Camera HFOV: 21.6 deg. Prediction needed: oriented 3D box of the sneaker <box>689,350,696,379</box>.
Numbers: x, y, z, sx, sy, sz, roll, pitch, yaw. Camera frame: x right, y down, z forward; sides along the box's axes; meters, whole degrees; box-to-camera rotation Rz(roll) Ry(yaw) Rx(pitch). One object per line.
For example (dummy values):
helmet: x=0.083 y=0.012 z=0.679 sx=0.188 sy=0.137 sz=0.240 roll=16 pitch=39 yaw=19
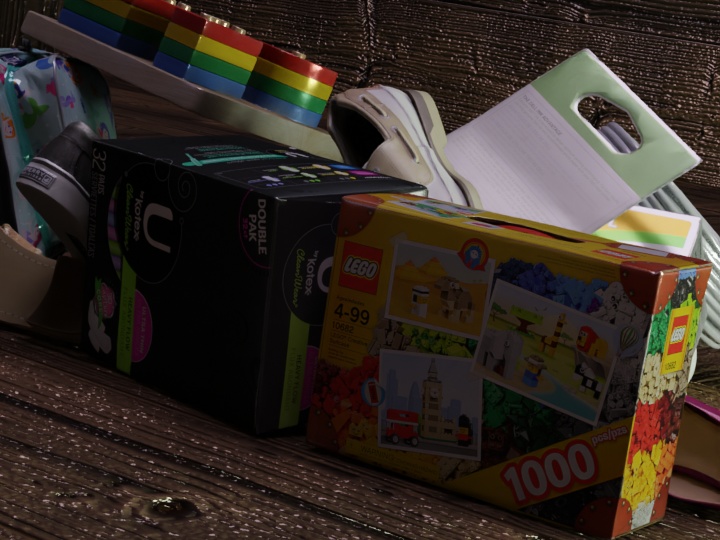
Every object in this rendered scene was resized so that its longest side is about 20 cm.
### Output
sneaker: x=0.160 y=0.044 z=1.445 sx=0.081 sy=0.075 sz=0.200 roll=-10 pitch=18 yaw=-38

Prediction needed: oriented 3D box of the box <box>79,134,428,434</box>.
box: x=-0.071 y=0.002 z=1.190 sx=0.124 sy=0.149 sz=0.200 roll=-6 pitch=17 yaw=-40

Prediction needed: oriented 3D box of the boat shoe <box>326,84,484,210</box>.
boat shoe: x=0.027 y=-0.047 z=1.218 sx=0.068 sy=0.075 sz=0.200 roll=6 pitch=36 yaw=-22

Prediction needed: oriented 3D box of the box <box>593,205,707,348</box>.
box: x=0.133 y=0.016 z=1.332 sx=0.200 sy=0.113 sz=0.101 roll=11 pitch=54 yaw=21

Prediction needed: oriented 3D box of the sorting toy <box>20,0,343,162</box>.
sorting toy: x=-0.123 y=-0.165 z=1.471 sx=0.200 sy=0.070 sz=0.199 roll=26 pitch=7 yaw=35

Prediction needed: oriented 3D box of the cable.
cable: x=0.237 y=-0.030 z=1.490 sx=0.200 sy=0.069 sz=0.200 roll=47 pitch=11 yaw=-11

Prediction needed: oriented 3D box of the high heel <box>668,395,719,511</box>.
high heel: x=0.182 y=0.099 z=1.079 sx=0.200 sy=0.068 sz=0.096 roll=13 pitch=-1 yaw=7

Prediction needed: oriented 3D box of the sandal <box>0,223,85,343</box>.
sandal: x=-0.248 y=0.011 z=1.324 sx=0.212 sy=0.078 sz=0.070 roll=20 pitch=-19 yaw=24

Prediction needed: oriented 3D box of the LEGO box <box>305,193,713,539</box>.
LEGO box: x=0.081 y=0.048 z=1.058 sx=0.200 sy=0.149 sz=0.077 roll=14 pitch=11 yaw=31

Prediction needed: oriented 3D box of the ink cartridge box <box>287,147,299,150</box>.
ink cartridge box: x=-0.102 y=-0.042 z=1.520 sx=0.146 sy=0.086 sz=0.200 roll=-15 pitch=4 yaw=8

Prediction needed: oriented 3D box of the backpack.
backpack: x=-0.265 y=-0.089 z=1.468 sx=0.150 sy=0.178 sz=0.200 roll=-10 pitch=5 yaw=2

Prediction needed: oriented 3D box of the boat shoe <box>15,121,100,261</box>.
boat shoe: x=-0.165 y=-0.028 z=1.298 sx=0.071 sy=0.064 sz=0.200 roll=26 pitch=-19 yaw=28

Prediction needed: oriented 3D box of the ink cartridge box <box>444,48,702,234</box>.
ink cartridge box: x=0.112 y=-0.050 z=1.280 sx=0.200 sy=0.048 sz=0.146 roll=-31 pitch=50 yaw=-9
